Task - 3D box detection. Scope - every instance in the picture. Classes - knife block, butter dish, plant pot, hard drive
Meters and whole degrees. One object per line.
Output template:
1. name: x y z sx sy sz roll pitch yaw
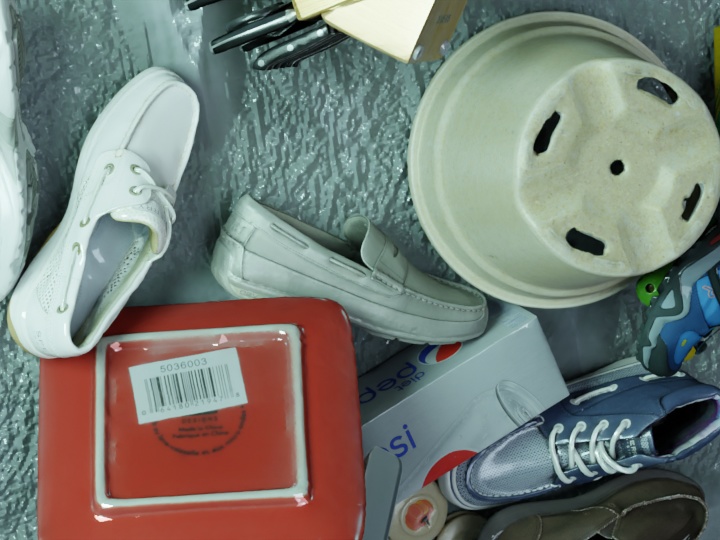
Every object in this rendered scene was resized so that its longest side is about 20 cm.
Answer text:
1. knife block: -0.014 -0.207 1.552 0.175 0.064 0.201 29 107 15
2. butter dish: -0.097 0.130 1.603 0.199 0.200 0.148 -4 143 0
3. plant pot: 0.144 -0.067 1.625 0.200 0.183 0.201 -1 95 -9
4. hard drive: -0.038 0.221 1.623 0.027 0.132 0.200 28 124 -9

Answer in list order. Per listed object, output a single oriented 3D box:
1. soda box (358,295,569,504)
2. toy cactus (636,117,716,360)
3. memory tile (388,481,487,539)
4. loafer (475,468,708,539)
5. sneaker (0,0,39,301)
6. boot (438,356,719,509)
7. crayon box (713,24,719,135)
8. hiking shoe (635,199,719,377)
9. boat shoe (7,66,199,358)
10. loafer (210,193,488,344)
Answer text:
1. soda box: 0.038 0.099 1.714 0.200 0.063 0.068 -31 115 -16
2. toy cactus: 0.268 -0.025 1.792 0.199 0.102 0.166 -7 87 -21
3. memory tile: 0.030 0.254 1.777 0.153 0.017 0.200 38 85 -28
4. loafer: 0.172 0.196 1.781 0.199 0.071 0.073 -12 128 -33
5. sneaker: -0.248 -0.075 1.538 0.099 0.078 0.201 -1 112 1
6. boot: 0.155 0.115 1.755 0.200 0.090 0.073 -25 110 -20
7. crayon box: 0.340 -0.076 1.774 0.199 0.058 0.173 16 62 -28
8. hiking shoe: 0.249 0.006 1.656 0.087 0.074 0.200 34 127 7
9. boat shoe: -0.143 -0.033 1.574 0.071 0.069 0.201 34 74 -38
10. loafer: 0.000 0.000 1.668 0.199 0.070 0.070 13 105 -27
